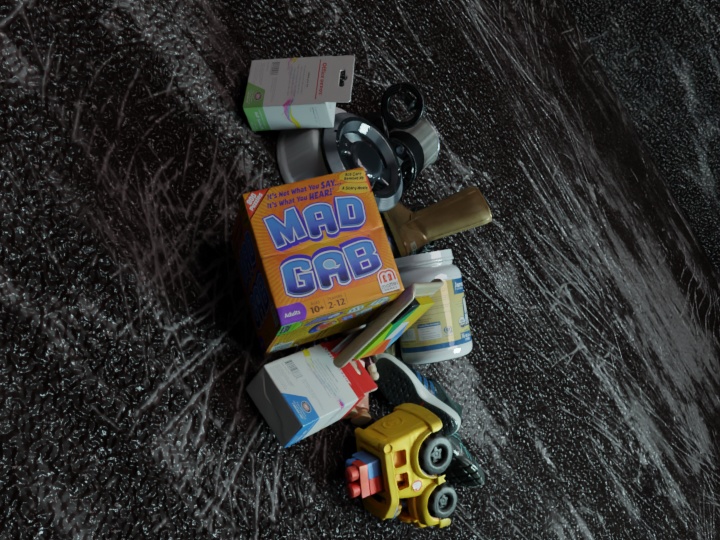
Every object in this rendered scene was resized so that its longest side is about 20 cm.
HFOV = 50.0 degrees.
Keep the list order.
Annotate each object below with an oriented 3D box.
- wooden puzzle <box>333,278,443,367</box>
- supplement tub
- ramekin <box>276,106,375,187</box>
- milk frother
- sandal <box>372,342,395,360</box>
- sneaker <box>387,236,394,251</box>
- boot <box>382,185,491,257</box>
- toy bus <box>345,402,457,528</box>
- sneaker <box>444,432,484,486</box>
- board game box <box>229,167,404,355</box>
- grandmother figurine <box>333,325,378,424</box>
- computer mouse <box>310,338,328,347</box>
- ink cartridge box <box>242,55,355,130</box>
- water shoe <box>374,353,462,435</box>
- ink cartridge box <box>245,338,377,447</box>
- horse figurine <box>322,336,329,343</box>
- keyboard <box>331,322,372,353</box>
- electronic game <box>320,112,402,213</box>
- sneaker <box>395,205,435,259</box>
[{"bbox_3d":[0.054,0.088,1.279,0.037,0.185,0.199,48,17,10],"label":"wooden puzzle"},{"bbox_3d":[0.135,0.070,1.508,0.143,0.142,0.206,-9,89,-50],"label":"supplement tub"},{"bbox_3d":[-0.057,-0.211,1.475,0.198,0.097,0.205,24,55,-40],"label":"ramekin"},{"bbox_3d":[0.098,-0.290,1.602,0.182,0.199,0.188,51,31,-6],"label":"milk frother"},{"bbox_3d":[0.048,0.111,1.473,0.079,0.057,0.206,3,73,-44],"label":"sandal"},{"bbox_3d":[-0.001,-0.033,1.476,0.197,0.076,0.088,14,66,-45],"label":"sneaker"},{"bbox_3d":[0.147,-0.123,1.572,0.067,0.196,0.178,66,1,-53],"label":"boot"},{"bbox_3d":[0.055,0.354,1.313,0.189,0.135,0.206,-16,104,-32],"label":"toy bus"},{"bbox_3d":[0.180,0.342,1.495,0.200,0.074,0.080,48,40,-23],"label":"sneaker"},{"bbox_3d":[-0.076,-0.010,1.208,0.195,0.200,0.204,-14,77,-19],"label":"board game box"},{"bbox_3d":[-0.017,0.163,1.379,0.121,0.060,0.204,36,45,-44],"label":"grandmother figurine"},{"bbox_3d":[-0.070,0.061,1.390,0.058,0.033,0.205,32,57,-41],"label":"computer mouse"},{"bbox_3d":[-0.104,-0.320,1.393,0.068,0.194,0.120,73,19,-58],"label":"ink cartridge box"},{"bbox_3d":[0.104,0.225,1.435,0.200,0.072,0.079,43,24,1],"label":"water shoe"},{"bbox_3d":[-0.075,0.192,1.256,0.198,0.068,0.117,-14,61,-51],"label":"ink cartridge box"},{"bbox_3d":[-0.087,0.016,1.343,0.132,0.050,0.201,-38,87,-35],"label":"horse figurine"},{"bbox_3d":[0.020,0.100,1.351,0.011,0.056,0.199,49,32,13],"label":"keyboard"},{"bbox_3d":[0.005,-0.201,1.432,0.197,0.041,0.204,24,52,-35],"label":"electronic game"},{"bbox_3d":[0.116,-0.041,1.613,0.074,0.078,0.205,14,64,-46],"label":"sneaker"}]
